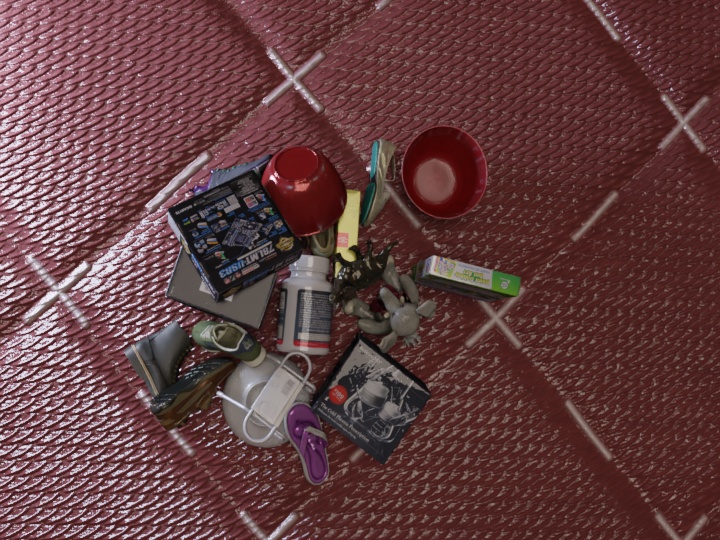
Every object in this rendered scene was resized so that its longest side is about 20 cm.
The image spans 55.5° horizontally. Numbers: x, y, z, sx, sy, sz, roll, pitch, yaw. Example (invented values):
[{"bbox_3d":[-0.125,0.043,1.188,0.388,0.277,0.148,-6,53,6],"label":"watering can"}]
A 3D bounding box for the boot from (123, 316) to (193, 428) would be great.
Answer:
[{"bbox_3d":[-0.391,0.215,1.456,0.137,0.077,0.203,-34,96,-17],"label":"boot"}]

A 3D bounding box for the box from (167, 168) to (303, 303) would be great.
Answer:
[{"bbox_3d":[-0.241,-0.070,1.319,0.197,0.050,0.201,-29,77,-26],"label":"box"}]

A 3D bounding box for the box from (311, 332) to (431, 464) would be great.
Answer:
[{"bbox_3d":[0.021,0.272,1.475,0.198,0.104,0.184,36,91,-4],"label":"box"}]

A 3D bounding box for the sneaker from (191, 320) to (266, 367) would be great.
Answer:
[{"bbox_3d":[-0.286,0.132,1.416,0.196,0.091,0.068,17,64,31],"label":"sneaker"}]

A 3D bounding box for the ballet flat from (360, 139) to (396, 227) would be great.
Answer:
[{"bbox_3d":[0.047,-0.195,1.544,0.060,0.067,0.207,12,85,-16],"label":"ballet flat"}]

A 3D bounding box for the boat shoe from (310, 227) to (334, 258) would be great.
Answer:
[{"bbox_3d":[-0.094,-0.132,1.510,0.071,0.063,0.207,-5,76,-7],"label":"boat shoe"}]

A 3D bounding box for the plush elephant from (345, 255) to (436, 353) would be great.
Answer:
[{"bbox_3d":[0.074,0.087,1.481,0.164,0.155,0.201,-41,91,-8],"label":"plush elephant"}]

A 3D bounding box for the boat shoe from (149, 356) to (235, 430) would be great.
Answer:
[{"bbox_3d":[-0.343,0.255,1.424,0.198,0.075,0.076,-34,114,-33],"label":"boat shoe"}]

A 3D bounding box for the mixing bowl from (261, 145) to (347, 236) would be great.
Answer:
[{"bbox_3d":[-0.127,-0.186,1.430,0.193,0.110,0.205,-2,53,2],"label":"mixing bowl"}]

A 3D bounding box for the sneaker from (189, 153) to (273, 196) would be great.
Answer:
[{"bbox_3d":[-0.280,-0.208,1.497,0.199,0.074,0.088,-39,85,-8],"label":"sneaker"}]

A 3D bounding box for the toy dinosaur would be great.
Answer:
[{"bbox_3d":[0.000,0.000,1.457,0.197,0.077,0.105,-30,104,-16],"label":"toy dinosaur"}]

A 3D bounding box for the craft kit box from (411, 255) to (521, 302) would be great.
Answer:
[{"bbox_3d":[0.221,0.021,1.485,0.194,0.197,0.050,14,85,-7],"label":"craft kit box"}]

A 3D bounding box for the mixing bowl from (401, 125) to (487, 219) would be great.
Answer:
[{"bbox_3d":[0.178,-0.210,1.539,0.193,0.108,0.208,1,85,-7],"label":"mixing bowl"}]

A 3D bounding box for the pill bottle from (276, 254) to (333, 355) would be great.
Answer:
[{"bbox_3d":[-0.116,0.074,1.475,0.115,0.120,0.207,5,86,-7],"label":"pill bottle"}]

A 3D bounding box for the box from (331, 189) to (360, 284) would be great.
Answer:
[{"bbox_3d":[-0.032,-0.071,1.519,0.048,0.075,0.207,5,87,-7],"label":"box"}]

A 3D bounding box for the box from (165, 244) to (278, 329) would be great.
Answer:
[{"bbox_3d":[-0.280,0.035,1.415,0.195,0.198,0.127,20,84,-5],"label":"box"}]

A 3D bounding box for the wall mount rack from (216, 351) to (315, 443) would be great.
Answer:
[{"bbox_3d":[-0.192,0.244,1.392,0.171,0.075,0.202,34,69,2],"label":"wall mount rack"}]

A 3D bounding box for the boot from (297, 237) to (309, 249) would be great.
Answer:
[{"bbox_3d":[-0.219,-0.063,1.451,0.195,0.167,0.074,25,126,5],"label":"boot"}]

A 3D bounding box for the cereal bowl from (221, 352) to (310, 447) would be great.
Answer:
[{"bbox_3d":[-0.201,0.280,1.469,0.193,0.083,0.207,1,86,-9],"label":"cereal bowl"}]

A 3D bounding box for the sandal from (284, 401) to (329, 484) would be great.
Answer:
[{"bbox_3d":[-0.101,0.369,1.459,0.082,0.049,0.208,-32,117,-30],"label":"sandal"}]
